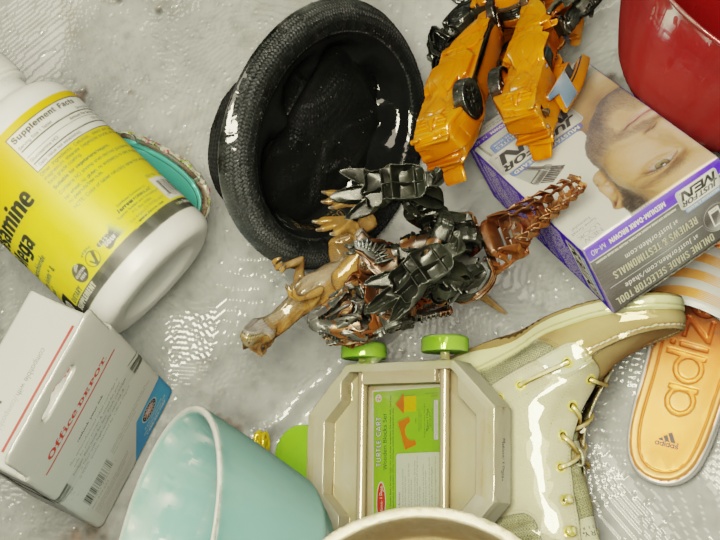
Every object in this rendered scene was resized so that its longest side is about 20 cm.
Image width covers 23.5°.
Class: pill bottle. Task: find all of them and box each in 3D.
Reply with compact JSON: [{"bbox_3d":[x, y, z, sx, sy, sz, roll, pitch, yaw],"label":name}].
[{"bbox_3d":[-0.213,-0.058,1.219,0.200,0.112,0.112,42,82,7],"label":"pill bottle"}]

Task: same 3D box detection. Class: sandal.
[{"bbox_3d":[0.233,0.045,1.193,0.079,0.059,0.208,11,73,13],"label":"sandal"}]

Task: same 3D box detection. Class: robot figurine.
[{"bbox_3d":[0.106,-0.149,1.240,0.144,0.058,0.201,-13,35,30],"label":"robot figurine"}]

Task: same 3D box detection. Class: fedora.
[{"bbox_3d":[-0.046,-0.102,1.259,0.091,0.200,0.202,10,69,46],"label":"fedora"}]

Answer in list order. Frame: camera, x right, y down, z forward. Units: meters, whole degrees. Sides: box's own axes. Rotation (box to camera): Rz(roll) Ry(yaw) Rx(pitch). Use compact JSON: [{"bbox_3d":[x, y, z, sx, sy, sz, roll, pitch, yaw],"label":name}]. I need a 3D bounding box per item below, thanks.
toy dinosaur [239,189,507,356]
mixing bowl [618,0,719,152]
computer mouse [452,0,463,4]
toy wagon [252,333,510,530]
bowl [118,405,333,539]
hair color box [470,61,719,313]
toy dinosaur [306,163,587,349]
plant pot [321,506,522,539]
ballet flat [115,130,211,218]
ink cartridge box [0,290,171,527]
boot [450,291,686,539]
[{"bbox_3d":[0.000,0.000,1.217,0.199,0.107,0.060,-16,31,-17],"label":"toy dinosaur"},{"bbox_3d":[0.257,-0.154,1.213,0.199,0.109,0.201,16,42,-15],"label":"mixing bowl"},{"bbox_3d":[0.017,-0.293,1.355,0.199,0.046,0.141,13,75,14],"label":"computer mouse"},{"bbox_3d":[0.012,0.126,1.187,0.199,0.039,0.156,-6,78,36],"label":"toy wagon"},{"bbox_3d":[-0.087,0.199,1.139,0.104,0.201,0.202,17,71,-22],"label":"bowl"},{"bbox_3d":[0.162,-0.063,1.187,0.109,0.065,0.200,-34,34,-3],"label":"hair color box"},{"bbox_3d":[0.047,-0.014,1.124,0.200,0.136,0.102,-47,60,9],"label":"toy dinosaur"},{"bbox_3d":[0.047,0.264,1.079,0.199,0.184,0.202,-3,71,8],"label":"plant pot"},{"bbox_3d":[-0.198,-0.074,1.304,0.199,0.064,0.076,13,100,13],"label":"ballet flat"},{"bbox_3d":[-0.205,0.092,1.174,0.066,0.200,0.116,23,75,17],"label":"ink cartridge box"},{"bbox_3d":[0.144,0.110,1.164,0.199,0.072,0.156,-24,68,22],"label":"boot"}]
